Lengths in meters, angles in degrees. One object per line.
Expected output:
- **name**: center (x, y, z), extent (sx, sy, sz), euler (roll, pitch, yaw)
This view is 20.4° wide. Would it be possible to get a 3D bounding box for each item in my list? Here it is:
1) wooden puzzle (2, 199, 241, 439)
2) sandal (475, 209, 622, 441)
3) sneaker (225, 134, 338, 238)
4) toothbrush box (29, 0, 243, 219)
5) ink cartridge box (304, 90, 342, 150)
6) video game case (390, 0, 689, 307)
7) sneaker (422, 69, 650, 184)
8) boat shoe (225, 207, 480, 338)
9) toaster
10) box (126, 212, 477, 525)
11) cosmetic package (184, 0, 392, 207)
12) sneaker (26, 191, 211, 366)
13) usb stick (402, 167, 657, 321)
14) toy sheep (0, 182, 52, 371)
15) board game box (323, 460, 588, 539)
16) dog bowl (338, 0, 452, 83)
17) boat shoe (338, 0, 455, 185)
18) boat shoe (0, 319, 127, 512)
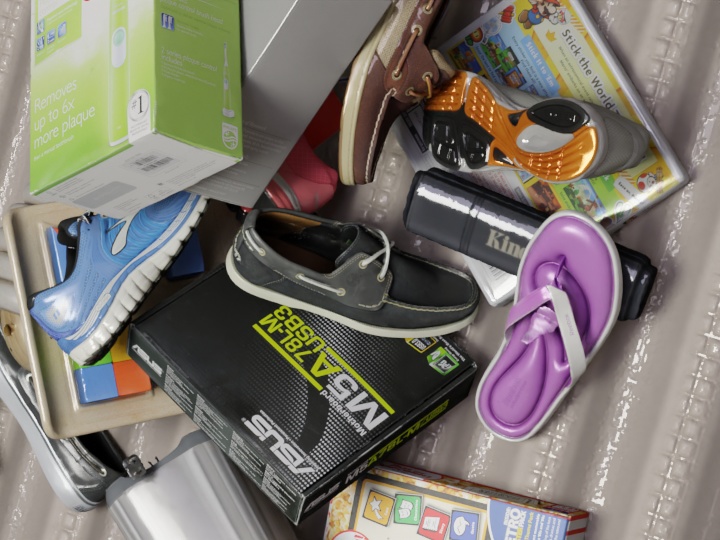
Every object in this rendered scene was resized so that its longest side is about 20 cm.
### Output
- **wooden puzzle**: center (-0.171, 0.025, 1.593), extent (0.046, 0.199, 0.186), euler (160, 99, -67)
- **sandal**: center (0.138, 0.051, 1.488), extent (0.082, 0.050, 0.203), euler (25, 121, 13)
- **sneaker**: center (-0.096, -0.109, 1.614), extent (0.200, 0.087, 0.074), euler (49, 146, 21)
- **toothbrush box**: center (-0.163, -0.157, 1.444), extent (0.145, 0.086, 0.201), euler (-20, 63, 41)
- **ink cartridge box**: center (-0.124, -0.160, 1.653), extent (0.162, 0.050, 0.201), euler (-36, 71, 20)
- **video game case**: center (0.128, -0.103, 1.548), extent (0.182, 0.023, 0.201), euler (-34, 73, 20)
- **sneaker**: center (0.130, -0.101, 1.500), extent (0.200, 0.092, 0.076), euler (23, 105, 48)
- **boat shoe**: center (0.000, 0.000, 1.532), extent (0.199, 0.072, 0.068), euler (14, 138, -9)
- **toaster**: center (-0.114, 0.205, 1.554), extent (0.113, 0.200, 0.129), euler (-33, 73, -1)
- **box**: center (-0.044, 0.068, 1.540), extent (0.200, 0.193, 0.048), euler (44, 144, 21)
- **cosmetic package**: center (-0.078, -0.159, 1.478), extent (0.200, 0.090, 0.107), euler (-58, 46, 21)
- **sneaker**: center (-0.181, -0.028, 1.533), extent (0.089, 0.079, 0.200), euler (37, 66, -2)
- **usb stick**: center (0.125, -0.020, 1.512), extent (0.199, 0.033, 0.056), euler (24, 106, 16)
- **toy sheep**: center (-0.240, -0.012, 1.662), extent (0.137, 0.138, 0.201), euler (15, 78, 25)
- **board game box**: center (0.064, 0.237, 1.550), extent (0.199, 0.046, 0.152), euler (13, 93, 25)
- **dog bowl**: center (-0.024, -0.246, 1.564), extent (0.199, 0.079, 0.201), euler (1, 97, 10)
- **boat shoe**: center (0.035, -0.155, 1.492), extent (0.072, 0.072, 0.201), euler (17, 95, 5)
- **boat shoe**: center (-0.262, 0.107, 1.700), extent (0.057, 0.069, 0.201), euler (-33, 81, 19)
